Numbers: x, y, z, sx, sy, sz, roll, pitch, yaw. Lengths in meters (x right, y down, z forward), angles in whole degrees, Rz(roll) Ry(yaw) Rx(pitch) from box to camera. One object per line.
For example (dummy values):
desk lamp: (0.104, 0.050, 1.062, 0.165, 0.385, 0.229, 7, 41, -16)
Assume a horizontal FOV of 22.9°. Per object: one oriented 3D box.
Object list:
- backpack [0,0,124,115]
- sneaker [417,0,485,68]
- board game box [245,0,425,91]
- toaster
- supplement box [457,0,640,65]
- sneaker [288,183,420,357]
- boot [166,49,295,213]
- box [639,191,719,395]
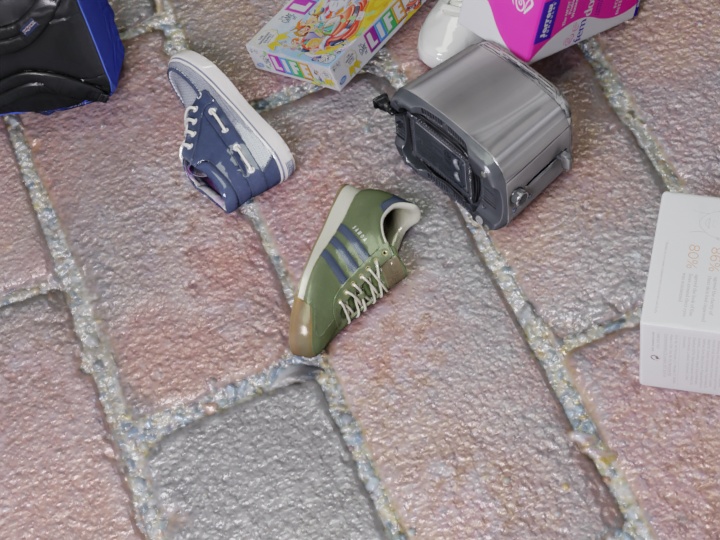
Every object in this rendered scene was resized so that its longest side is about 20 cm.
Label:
backpack: (-0.366, -0.254, 1.900, 0.198, 0.164, 0.168, -12, 33, 9)
sneaker: (0.119, -0.306, 1.909, 0.075, 0.089, 0.201, 22, 61, 19)
board game box: (-0.012, -0.282, 1.918, 0.134, 0.034, 0.200, 19, 58, 42)
toaster: (0.121, -0.143, 1.784, 0.129, 0.114, 0.200, -35, 54, -21)
supplement box: (0.206, -0.303, 1.845, 0.103, 0.102, 0.199, 37, 44, 28)
sneaker: (0.000, 0.000, 1.724, 0.089, 0.067, 0.201, 7, 53, 19)
boot: (-0.161, -0.147, 1.844, 0.090, 0.073, 0.200, -33, 58, -22)
box: (0.364, 0.029, 1.633, 0.198, 0.107, 0.153, 8, 56, 13)
